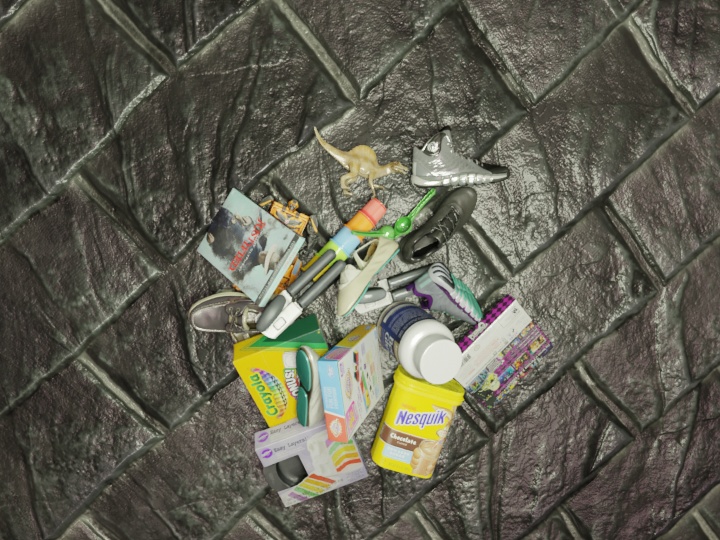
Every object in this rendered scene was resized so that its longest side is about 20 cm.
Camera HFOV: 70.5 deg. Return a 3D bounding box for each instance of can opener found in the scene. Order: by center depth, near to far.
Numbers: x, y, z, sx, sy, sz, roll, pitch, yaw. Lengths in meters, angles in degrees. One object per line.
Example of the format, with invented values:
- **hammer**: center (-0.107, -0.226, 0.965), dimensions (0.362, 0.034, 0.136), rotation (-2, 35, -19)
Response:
- **can opener**: center (-0.106, 0.041, 0.910), dimensions (0.200, 0.067, 0.053), rotation (-44, 93, -12)
- **can opener**: center (0.076, 0.038, 1.029), dimensions (0.198, 0.066, 0.053), rotation (-19, 103, -8)

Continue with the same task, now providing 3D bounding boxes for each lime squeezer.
- **lime squeezer**: center (0.068, -0.089, 0.994), dimensions (0.199, 0.071, 0.038), rotation (-28, 68, -21)

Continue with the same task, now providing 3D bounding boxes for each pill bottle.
- **pill bottle**: center (0.111, 0.137, 0.969), dimensions (0.110, 0.200, 0.113), rotation (-4, 103, -16)

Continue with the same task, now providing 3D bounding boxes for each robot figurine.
- **robot figurine**: center (-0.164, -0.043, 0.989), dimensions (0.144, 0.058, 0.202), rotation (22, 97, -12)

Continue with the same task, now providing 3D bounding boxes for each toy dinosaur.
- **toy dinosaur**: center (-0.011, -0.199, 0.990), dimensions (0.198, 0.058, 0.102), rotation (16, 83, -16)

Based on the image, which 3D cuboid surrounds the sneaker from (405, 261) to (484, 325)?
- **sneaker**: center (0.174, 0.061, 1.031), dimensions (0.087, 0.075, 0.200), rotation (-31, 127, 23)

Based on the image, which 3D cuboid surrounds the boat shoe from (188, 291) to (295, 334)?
- **boat shoe**: center (-0.215, 0.082, 0.939), dimensions (0.197, 0.065, 0.073), rotation (-1, 105, -15)

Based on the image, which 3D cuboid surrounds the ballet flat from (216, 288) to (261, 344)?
- **ballet flat**: center (-0.231, 0.127, 1.009), dimensions (0.075, 0.064, 0.201), rotation (-32, 102, 6)

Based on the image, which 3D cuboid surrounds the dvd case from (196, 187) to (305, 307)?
- **dvd case**: center (-0.207, -0.047, 0.943), dimensions (0.199, 0.022, 0.147), rotation (36, 97, 27)

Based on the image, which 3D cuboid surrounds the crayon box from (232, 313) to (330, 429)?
- **crayon box**: center (-0.133, 0.203, 1.002), dimensions (0.171, 0.058, 0.202), rotation (-21, 123, -3)

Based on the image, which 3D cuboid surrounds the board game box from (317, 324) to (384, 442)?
- **board game box**: center (-0.012, 0.208, 0.980), dimensions (0.040, 0.200, 0.155), rotation (-3, 101, 23)

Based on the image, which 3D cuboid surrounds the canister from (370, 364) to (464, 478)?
- **canister**: center (0.116, 0.317, 1.069), dimensions (0.147, 0.087, 0.202), rotation (17, 99, -8)

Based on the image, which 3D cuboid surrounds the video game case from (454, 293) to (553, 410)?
- **video game case**: center (0.286, 0.174, 1.058), dimensions (0.200, 0.036, 0.181), rotation (-46, 121, 3)

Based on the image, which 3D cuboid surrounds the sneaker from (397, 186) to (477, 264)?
- **sneaker**: center (0.160, -0.083, 1.001), dimensions (0.076, 0.091, 0.200), rotation (42, 92, -10)

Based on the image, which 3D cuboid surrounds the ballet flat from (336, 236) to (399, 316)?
- **ballet flat**: center (0.000, 0.000, 0.979), dimensions (0.070, 0.069, 0.200), rotation (47, 58, -12)

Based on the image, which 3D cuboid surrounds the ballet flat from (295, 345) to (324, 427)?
- **ballet flat**: center (-0.085, 0.210, 0.954), dimensions (0.068, 0.070, 0.202), rotation (1, 124, -6)

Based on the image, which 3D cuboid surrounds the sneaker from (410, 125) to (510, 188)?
- **sneaker**: center (0.194, -0.223, 0.989), dimensions (0.197, 0.075, 0.117), rotation (-4, 98, -4)

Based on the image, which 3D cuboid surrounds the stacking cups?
- **stacking cups**: center (-0.028, -0.058, 0.990), dimensions (0.060, 0.060, 0.200), rotation (43, 86, -11)

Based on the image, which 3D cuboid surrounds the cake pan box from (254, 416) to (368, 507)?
- **cake pan box**: center (-0.102, 0.382, 1.050), dimensions (0.198, 0.052, 0.186), rotation (-18, 117, -3)
